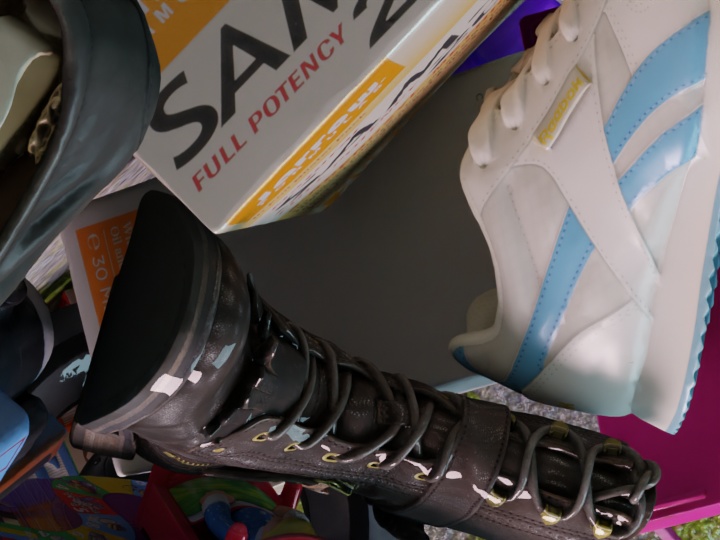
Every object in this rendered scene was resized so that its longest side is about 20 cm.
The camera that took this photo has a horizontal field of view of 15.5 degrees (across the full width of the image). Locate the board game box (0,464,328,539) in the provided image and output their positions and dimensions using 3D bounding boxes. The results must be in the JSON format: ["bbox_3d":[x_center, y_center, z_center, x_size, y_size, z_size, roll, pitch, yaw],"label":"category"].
[{"bbox_3d":[-0.026,0.090,0.857,0.158,0.199,0.039,-7,118,-65],"label":"board game box"}]

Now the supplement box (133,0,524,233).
[{"bbox_3d":[-0.007,-0.080,0.772,0.126,0.074,0.200,-46,177,8],"label":"supplement box"}]

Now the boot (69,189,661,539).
[{"bbox_3d":[0.007,0.041,0.785,0.200,0.173,0.070,135,-29,-78],"label":"boot"}]

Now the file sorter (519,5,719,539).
[{"bbox_3d":[0.157,0.000,0.975,0.138,0.201,0.125,-16,155,14],"label":"file sorter"}]

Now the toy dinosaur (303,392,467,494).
[{"bbox_3d":[-0.004,-0.003,1.014,0.135,0.201,0.086,1,-172,29],"label":"toy dinosaur"}]

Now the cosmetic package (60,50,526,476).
[{"bbox_3d":[0.000,0.000,0.926,0.199,0.102,0.071,-18,173,28],"label":"cosmetic package"}]

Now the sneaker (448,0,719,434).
[{"bbox_3d":[0.073,-0.048,0.784,0.077,0.080,0.201,-60,158,-66],"label":"sneaker"}]

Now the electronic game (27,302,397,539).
[{"bbox_3d":[-0.080,0.102,1.081,0.200,0.200,0.042,-42,174,-31],"label":"electronic game"}]

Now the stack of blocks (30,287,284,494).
[{"bbox_3d":[-0.095,0.062,1.149,0.199,0.115,0.059,-24,170,-18],"label":"stack of blocks"}]

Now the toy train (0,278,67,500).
[{"bbox_3d":[-0.151,0.062,0.735,0.114,0.087,0.200,-53,173,31],"label":"toy train"}]

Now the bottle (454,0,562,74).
[{"bbox_3d":[0.039,-0.069,1.079,0.200,0.065,0.084,-48,177,43],"label":"bottle"}]

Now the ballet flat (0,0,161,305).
[{"bbox_3d":[-0.123,0.007,0.594,0.200,0.068,0.068,-54,168,-6],"label":"ballet flat"}]
